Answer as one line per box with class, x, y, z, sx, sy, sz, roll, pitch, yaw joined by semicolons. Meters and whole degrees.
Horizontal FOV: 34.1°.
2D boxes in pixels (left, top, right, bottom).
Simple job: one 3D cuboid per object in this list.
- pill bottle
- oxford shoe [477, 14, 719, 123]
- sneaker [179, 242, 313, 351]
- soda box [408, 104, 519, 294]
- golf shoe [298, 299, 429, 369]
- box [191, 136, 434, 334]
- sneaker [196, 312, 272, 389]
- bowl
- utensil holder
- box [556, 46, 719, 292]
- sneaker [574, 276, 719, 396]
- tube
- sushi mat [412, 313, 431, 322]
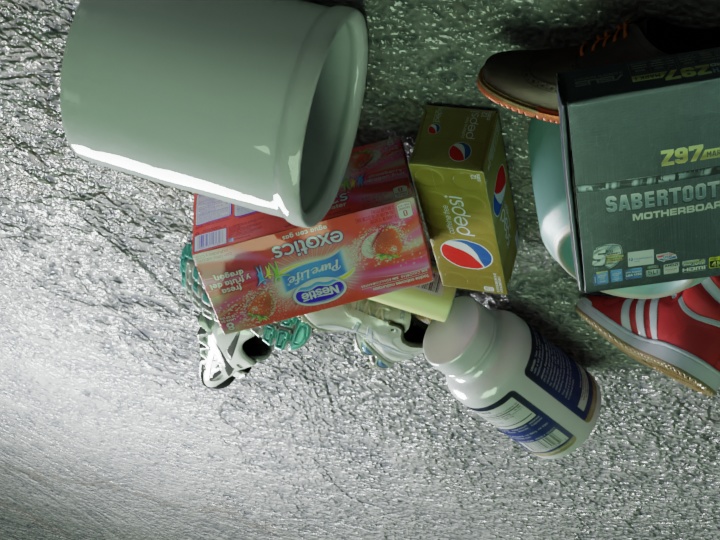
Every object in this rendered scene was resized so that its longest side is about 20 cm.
pill bottle;0.162;0.112;1.272;0.199;0.113;0.110;37;147;-31
oxford shoe;0.181;-0.152;0.844;0.196;0.072;0.073;3;133;14
sneaker;-0.117;0.023;1.321;0.198;0.091;0.079;30;118;25
soda box;0.096;-0.059;1.051;0.067;0.065;0.201;8;150;18
golf shoe;0.007;0.037;1.251;0.096;0.080;0.199;-11;149;38
box;-0.043;-0.032;1.044;0.197;0.103;0.096;-15;128;3
sneaker;-0.156;0.107;1.495;0.087;0.075;0.201;17;153;5
bowl;0.222;-0.051;0.946;0.197;0.106;0.202;14;153;7
utensil holder;-0.111;-0.139;0.921;0.197;0.172;0.171;14;153;11
box;0.240;-0.072;0.810;0.196;0.051;0.160;-7;124;7
sneaker;0.292;0.034;1.115;0.071;0.113;0.200;32;180;-31
tube;0.000;0.000;1.194;0.197;0.053;0.058;17;173;-2
sushi mat;0.030;0.000;1.252;0.094;0.012;0.201;7;150;24
